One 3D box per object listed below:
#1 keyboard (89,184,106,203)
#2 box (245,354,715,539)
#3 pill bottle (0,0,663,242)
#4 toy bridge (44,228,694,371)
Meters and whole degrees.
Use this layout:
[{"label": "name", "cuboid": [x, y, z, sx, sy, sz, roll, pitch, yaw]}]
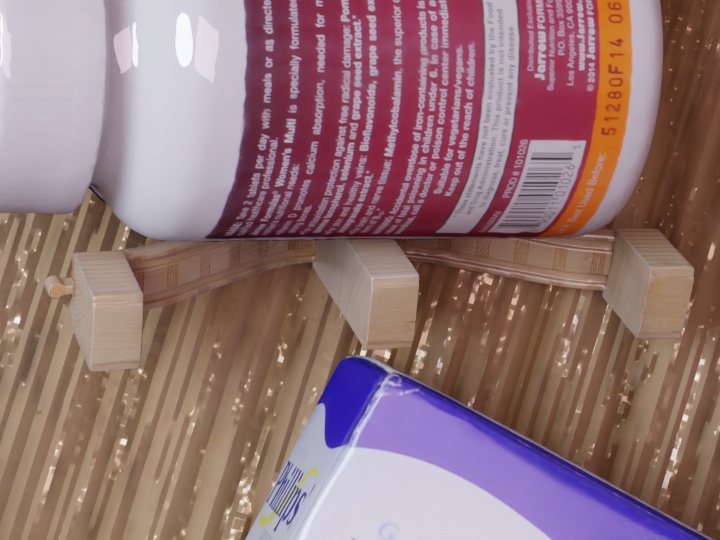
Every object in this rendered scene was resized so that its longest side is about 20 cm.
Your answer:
[{"label": "keyboard", "cuboid": [-0.034, -0.110, 0.830, 0.104, 0.040, 0.200, 33, 85, -4]}, {"label": "box", "cuboid": [0.033, 0.155, 0.799, 0.184, 0.105, 0.200, 28, 86, -5]}, {"label": "pill bottle", "cuboid": [-0.020, -0.063, 0.774, 0.199, 0.110, 0.110, 0, 89, -20]}, {"label": "toy bridge", "cuboid": [0.000, 0.000, 0.813, 0.199, 0.067, 0.027, -2, 116, -17]}]
